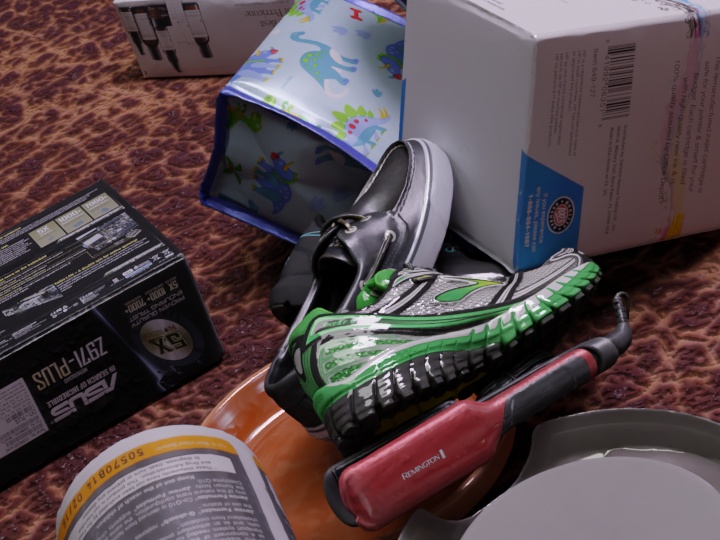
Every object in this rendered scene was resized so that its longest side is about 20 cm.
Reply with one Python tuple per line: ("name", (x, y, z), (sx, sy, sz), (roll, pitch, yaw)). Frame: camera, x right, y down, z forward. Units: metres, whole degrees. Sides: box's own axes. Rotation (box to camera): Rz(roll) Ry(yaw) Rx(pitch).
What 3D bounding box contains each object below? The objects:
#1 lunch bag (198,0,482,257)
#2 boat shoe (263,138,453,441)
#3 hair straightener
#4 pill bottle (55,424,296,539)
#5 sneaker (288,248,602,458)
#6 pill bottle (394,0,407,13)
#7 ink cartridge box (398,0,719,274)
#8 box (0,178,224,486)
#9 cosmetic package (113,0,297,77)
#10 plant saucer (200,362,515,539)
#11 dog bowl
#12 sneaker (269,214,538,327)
("lunch bag", (0.012, -0.088, 1.155), (0.199, 0.128, 0.170), (22, 43, 8))
("boat shoe", (0.000, 0.000, 0.958), (0.068, 0.056, 0.201), (-16, 47, 49))
("hair straightener", (0.064, 0.070, 0.869), (0.199, 0.041, 0.077), (-35, 4, -18))
("pill bottle", (-0.070, 0.177, 0.783), (0.116, 0.117, 0.200), (-24, 42, -6))
("sneaker", (0.051, 0.023, 0.900), (0.199, 0.078, 0.085), (-20, 65, -33))
("pill bottle", (0.097, -0.197, 1.125), (0.119, 0.200, 0.120), (-29, 41, 29))
("ink cartridge box", (0.144, -0.107, 1.028), (0.199, 0.148, 0.145), (-11, 27, -27))
("box", (-0.219, 0.042, 1.116), (0.199, 0.087, 0.164), (-30, 33, -17))
("cosmetic package", (-0.120, -0.220, 1.470), (0.199, 0.083, 0.051), (2, 40, 33))
("plant saucer", (-0.006, 0.105, 0.952), (0.199, 0.033, 0.201), (-14, 32, 9))
("dog bowl", (0.114, 0.152, 0.785), (0.198, 0.059, 0.201), (-15, 31, 9))
("sneaker", (0.032, -0.002, 1.034), (0.199, 0.075, 0.080), (1, 61, 31))
